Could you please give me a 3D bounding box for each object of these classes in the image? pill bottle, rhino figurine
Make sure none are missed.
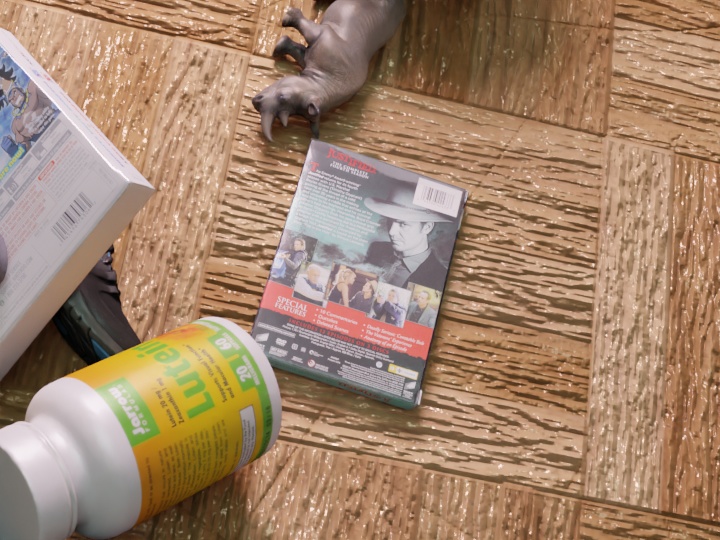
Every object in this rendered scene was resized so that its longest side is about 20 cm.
[{"bbox_3d":[-0.159,0.115,0.872,0.199,0.111,0.112,-24,72,-42],"label":"pill bottle"},{"bbox_3d":[-0.030,-0.188,1.092,0.087,0.060,0.201,28,66,5],"label":"rhino figurine"}]

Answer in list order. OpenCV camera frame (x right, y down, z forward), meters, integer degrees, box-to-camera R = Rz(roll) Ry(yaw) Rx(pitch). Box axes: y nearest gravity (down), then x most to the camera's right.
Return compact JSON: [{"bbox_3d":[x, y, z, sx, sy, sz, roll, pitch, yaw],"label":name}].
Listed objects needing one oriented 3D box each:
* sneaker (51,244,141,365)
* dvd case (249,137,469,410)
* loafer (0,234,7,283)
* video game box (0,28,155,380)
[{"bbox_3d":[-0.213,-0.007,0.967,0.082,0.073,0.201,-31,78,-25],"label":"sneaker"},{"bbox_3d":[0.000,0.000,1.038,0.144,0.022,0.202,17,66,-4],"label":"dvd case"},{"bbox_3d":[-0.342,0.014,0.883,0.198,0.063,0.073,-22,78,18],"label":"loafer"},{"bbox_3d":[-0.272,-0.046,0.919,0.182,0.047,0.200,45,101,16],"label":"video game box"}]
